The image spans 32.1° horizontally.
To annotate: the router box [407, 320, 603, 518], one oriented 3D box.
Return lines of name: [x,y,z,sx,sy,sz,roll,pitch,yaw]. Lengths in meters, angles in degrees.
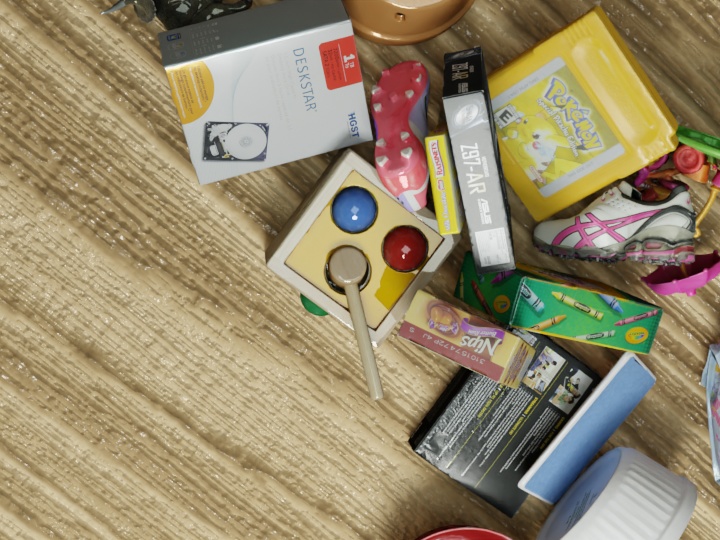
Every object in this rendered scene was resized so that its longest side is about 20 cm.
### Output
router box: [0.173,0.167,1.470,0.149,0.051,0.200,36,93,-11]

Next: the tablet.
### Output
tablet: [0.265,0.185,1.457,0.014,0.130,0.200,41,92,32]

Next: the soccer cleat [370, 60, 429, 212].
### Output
soccer cleat: [0.049,-0.151,1.363,0.066,0.201,0.077,-13,132,15]

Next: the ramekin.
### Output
ramekin: [0.284,0.292,1.432,0.094,0.202,0.203,40,93,2]

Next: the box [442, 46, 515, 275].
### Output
box: [0.126,-0.119,1.340,0.043,0.160,0.201,-9,114,9]

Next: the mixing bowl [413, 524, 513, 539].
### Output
mixing bowl: [0.111,0.379,1.466,0.199,0.108,0.201,-1,98,-5]

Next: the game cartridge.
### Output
game cartridge: [0.227,-0.167,1.382,0.200,0.032,0.177,-29,102,38]

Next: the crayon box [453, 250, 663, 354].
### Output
crayon box: [0.219,0.036,1.390,0.199,0.119,0.059,12,98,-29]

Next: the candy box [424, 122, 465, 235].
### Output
candy box: [0.095,-0.103,1.349,0.026,0.200,0.103,-6,99,9]

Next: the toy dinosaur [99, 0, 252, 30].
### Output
toy dinosaur: [-0.181,-0.286,1.368,0.200,0.077,0.102,31,114,-22]

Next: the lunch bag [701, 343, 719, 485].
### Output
lunch bag: [0.498,0.161,1.467,0.169,0.127,0.201,-13,109,-1]

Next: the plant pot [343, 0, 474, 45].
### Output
plant pot: [0.049,-0.343,1.339,0.199,0.140,0.201,-1,99,-6]

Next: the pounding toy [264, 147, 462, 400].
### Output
pounding toy: [0.000,0.000,1.382,0.184,0.142,0.200,36,93,-9]

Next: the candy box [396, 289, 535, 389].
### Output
candy box: [0.117,0.076,1.333,0.116,0.200,0.057,25,90,14]

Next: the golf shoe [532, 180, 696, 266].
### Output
golf shoe: [0.284,-0.052,1.403,0.072,0.199,0.093,5,87,-51]

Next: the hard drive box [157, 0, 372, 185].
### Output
hard drive box: [-0.100,-0.197,1.345,0.199,0.077,0.156,-16,130,-3]

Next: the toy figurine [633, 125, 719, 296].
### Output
toy figurine: [0.358,-0.065,1.429,0.199,0.150,0.185,22,106,13]
